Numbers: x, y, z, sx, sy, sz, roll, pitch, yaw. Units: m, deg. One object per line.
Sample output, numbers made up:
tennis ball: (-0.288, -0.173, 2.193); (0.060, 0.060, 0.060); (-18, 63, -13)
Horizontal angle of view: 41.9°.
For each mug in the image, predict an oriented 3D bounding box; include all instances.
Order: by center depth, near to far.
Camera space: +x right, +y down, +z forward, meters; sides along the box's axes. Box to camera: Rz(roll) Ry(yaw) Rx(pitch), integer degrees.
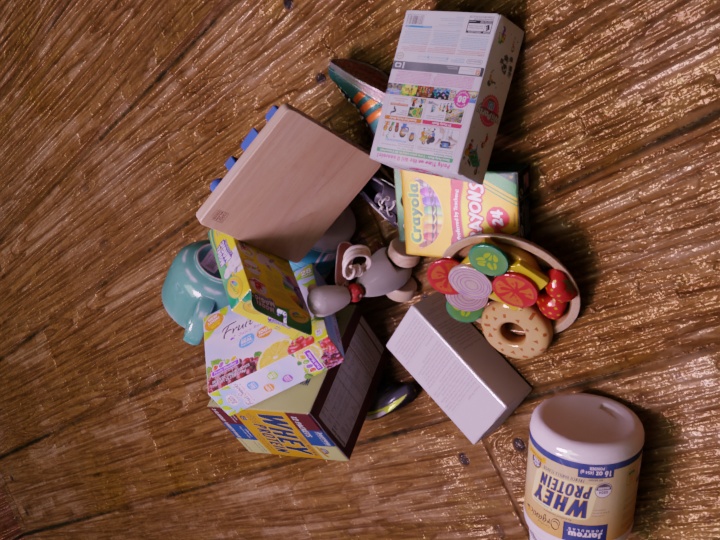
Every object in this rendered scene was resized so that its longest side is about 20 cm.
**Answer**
mug: (-0.260, 0.032, 1.669); (0.185, 0.152, 0.115); (61, 138, 30)

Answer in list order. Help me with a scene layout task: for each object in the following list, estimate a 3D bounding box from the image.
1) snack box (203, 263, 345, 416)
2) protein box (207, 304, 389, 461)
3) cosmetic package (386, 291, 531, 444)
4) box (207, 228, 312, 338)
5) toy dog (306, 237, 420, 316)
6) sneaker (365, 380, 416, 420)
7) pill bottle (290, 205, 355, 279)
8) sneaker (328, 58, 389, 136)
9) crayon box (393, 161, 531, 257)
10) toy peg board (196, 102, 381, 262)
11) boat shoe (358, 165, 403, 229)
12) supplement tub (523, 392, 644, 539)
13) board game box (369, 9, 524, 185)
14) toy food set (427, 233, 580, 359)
snack box: (-0.134, 0.102, 1.419); (0.068, 0.200, 0.169); (58, -168, -39)
protein box: (-0.093, 0.173, 1.480); (0.198, 0.200, 0.135); (-2, 139, 33)
cosmetic package: (0.141, 0.140, 1.376); (0.200, 0.071, 0.102); (48, 135, 19)
box: (-0.140, 0.015, 1.325); (0.048, 0.117, 0.200); (-47, 40, 18)
toy dog: (0.000, 0.000, 1.378); (0.096, 0.200, 0.132); (43, 118, 36)
sneaker: (0.010, 0.198, 1.539); (0.200, 0.074, 0.081); (-15, 94, 46)
pill bottle: (-0.093, -0.030, 1.509); (0.111, 0.111, 0.200); (50, 135, 17)
sneaker: (0.024, -0.228, 1.330); (0.200, 0.071, 0.080); (38, 127, 26)
crayon box: (0.128, -0.082, 1.272); (0.199, 0.051, 0.127); (5, 112, 29)
toy peg board: (-0.113, -0.138, 1.327); (0.200, 0.199, 0.098); (-49, 49, 16)
boat shoe: (0.037, -0.099, 1.380); (0.200, 0.063, 0.073); (42, 131, 23)
supplement tub: (0.289, 0.278, 1.234); (0.144, 0.144, 0.201); (20, 121, 39)
board game box: (0.107, -0.222, 1.195); (0.147, 0.064, 0.201); (16, 91, 40)
toy food set: (0.189, 0.028, 1.239); (0.198, 0.049, 0.200); (32, 145, -4)
